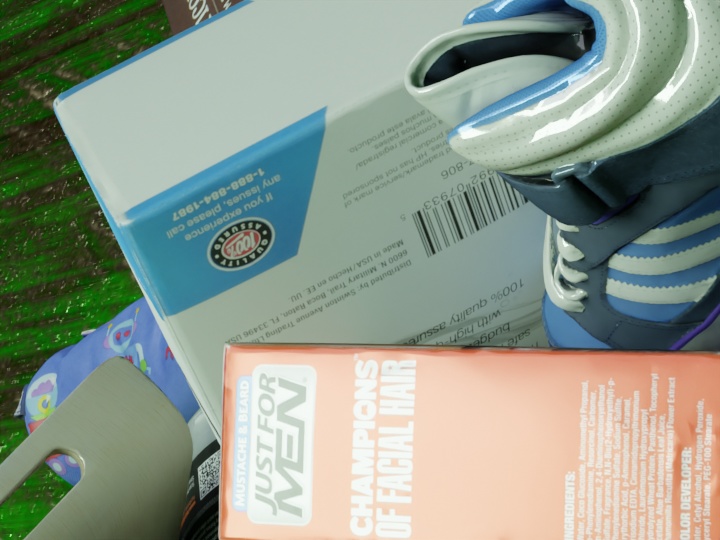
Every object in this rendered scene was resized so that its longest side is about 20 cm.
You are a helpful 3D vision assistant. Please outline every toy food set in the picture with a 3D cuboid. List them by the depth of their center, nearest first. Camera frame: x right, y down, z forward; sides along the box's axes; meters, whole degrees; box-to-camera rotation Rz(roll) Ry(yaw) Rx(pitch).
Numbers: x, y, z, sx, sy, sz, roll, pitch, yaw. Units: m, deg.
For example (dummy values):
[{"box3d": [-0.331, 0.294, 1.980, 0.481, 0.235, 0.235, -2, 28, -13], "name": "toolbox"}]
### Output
[{"box3d": [-0.135, 0.144, 0.922, 0.144, 0.060, 0.200, -49, -20, -42], "name": "toy food set"}]

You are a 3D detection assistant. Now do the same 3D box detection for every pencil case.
[{"box3d": [-0.089, 0.043, 1.197, 0.200, 0.078, 0.087, -34, 64, 43], "name": "pencil case"}]

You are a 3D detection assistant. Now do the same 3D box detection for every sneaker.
[{"box3d": [0.067, -0.037, 0.732, 0.200, 0.146, 0.081, -43, 40, 52], "name": "sneaker"}]

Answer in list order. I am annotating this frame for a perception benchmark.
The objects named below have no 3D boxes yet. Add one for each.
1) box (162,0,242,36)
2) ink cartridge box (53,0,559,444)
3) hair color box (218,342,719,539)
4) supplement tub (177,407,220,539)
[{"box3d": [0.034, -0.151, 1.046, 0.200, 0.164, 0.166, -53, 31, 22], "name": "box"}, {"box3d": [0.000, 0.000, 0.848, 0.145, 0.200, 0.084, -28, 42, -7], "name": "ink cartridge box"}, {"box3d": [0.071, 0.054, 0.711, 0.200, 0.111, 0.064, -1, 86, 23], "name": "hair color box"}, {"box3d": [-0.009, 0.143, 0.944, 0.123, 0.123, 0.200, -46, 33, 32], "name": "supplement tub"}]
